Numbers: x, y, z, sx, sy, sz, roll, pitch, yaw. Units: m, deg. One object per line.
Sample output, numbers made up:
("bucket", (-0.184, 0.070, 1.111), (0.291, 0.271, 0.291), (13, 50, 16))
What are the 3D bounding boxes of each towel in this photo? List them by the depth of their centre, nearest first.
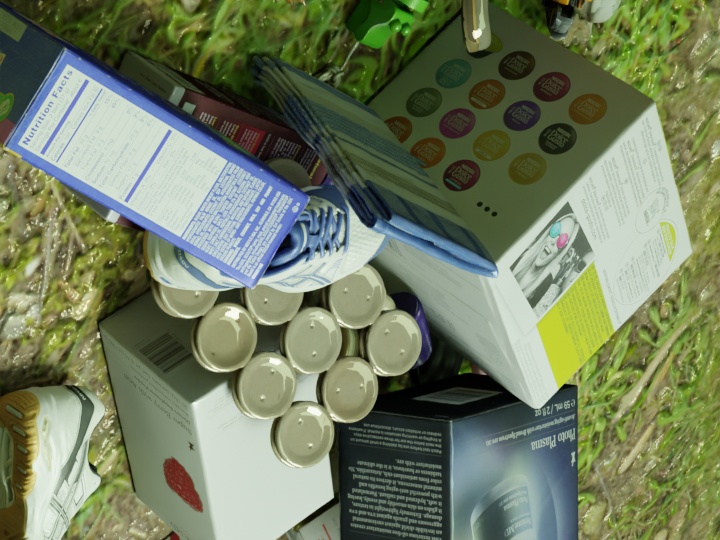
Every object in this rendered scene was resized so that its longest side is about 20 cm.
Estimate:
("towel", (0.009, -0.075, 1.624), (0.024, 0.200, 0.146), (-49, 141, 15))

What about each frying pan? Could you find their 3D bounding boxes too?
("frying pan", (0.062, 0.091, 1.929), (0.115, 0.031, 0.192), (-2, 99, -65))

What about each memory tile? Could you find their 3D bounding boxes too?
("memory tile", (-0.052, 0.032, 1.623), (0.153, 0.017, 0.201), (-46, 115, -22))

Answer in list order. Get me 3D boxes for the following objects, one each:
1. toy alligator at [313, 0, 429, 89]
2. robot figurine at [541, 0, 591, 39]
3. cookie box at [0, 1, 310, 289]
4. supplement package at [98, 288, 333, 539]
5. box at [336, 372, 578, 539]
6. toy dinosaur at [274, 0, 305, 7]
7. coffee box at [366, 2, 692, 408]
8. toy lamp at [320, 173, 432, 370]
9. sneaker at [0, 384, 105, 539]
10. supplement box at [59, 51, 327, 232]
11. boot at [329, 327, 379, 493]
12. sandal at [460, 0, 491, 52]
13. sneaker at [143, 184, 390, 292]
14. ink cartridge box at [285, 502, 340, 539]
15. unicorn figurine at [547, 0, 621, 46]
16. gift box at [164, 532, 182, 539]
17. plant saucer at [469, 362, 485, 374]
("toy alligator", (0.029, -0.206, 1.674), (0.059, 0.054, 0.201), (15, 106, -53))
("robot figurine", (0.157, -0.260, 1.680), (0.200, 0.058, 0.146), (-80, -174, -67))
("cookie box", (-0.156, -0.085, 1.408), (0.199, 0.171, 0.076), (31, 92, -33))
("supplement package", (-0.108, 0.111, 1.719), (0.119, 0.121, 0.201), (-34, 140, -26))
("box", (0.085, 0.200, 1.831), (0.199, 0.122, 0.201), (-11, 102, -52))
("toy dinosaur", (-0.056, -0.249, 1.554), (0.200, 0.060, 0.107), (61, 45, -58))
("coffee box", (0.120, -0.054, 1.781), (0.198, 0.199, 0.201), (-44, 143, -14))
("toy lamp", (0.000, 0.000, 1.760), (0.058, 0.058, 0.201), (-43, 127, -15))
("sneaker", (-0.233, 0.176, 1.666), (0.087, 0.075, 0.202), (-14, 129, -43))
("supplement box", (-0.112, -0.076, 1.611), (0.199, 0.061, 0.109), (19, 103, -53))
("boot", (-0.013, 0.115, 1.878), (0.154, 0.072, 0.201), (-8, 129, -46))
("sandal", (0.105, -0.264, 1.668), (0.080, 0.053, 0.202), (-64, 157, -79))
("sneaker", (-0.049, -0.017, 1.560), (0.199, 0.088, 0.076), (-11, 97, -32))
("ink cartridge box", (0.015, 0.268, 1.961), (0.067, 0.117, 0.200), (-34, 158, 11))
("unicorn figurine", (0.222, -0.271, 1.846), (0.200, 0.074, 0.137), (-46, 156, 12))
("gift box", (-0.116, 0.333, 1.854), (0.200, 0.184, 0.187), (-44, 153, -20))
("plant saucer", (0.165, 0.026, 2.032), (0.200, 0.051, 0.202), (-31, 140, -30))
